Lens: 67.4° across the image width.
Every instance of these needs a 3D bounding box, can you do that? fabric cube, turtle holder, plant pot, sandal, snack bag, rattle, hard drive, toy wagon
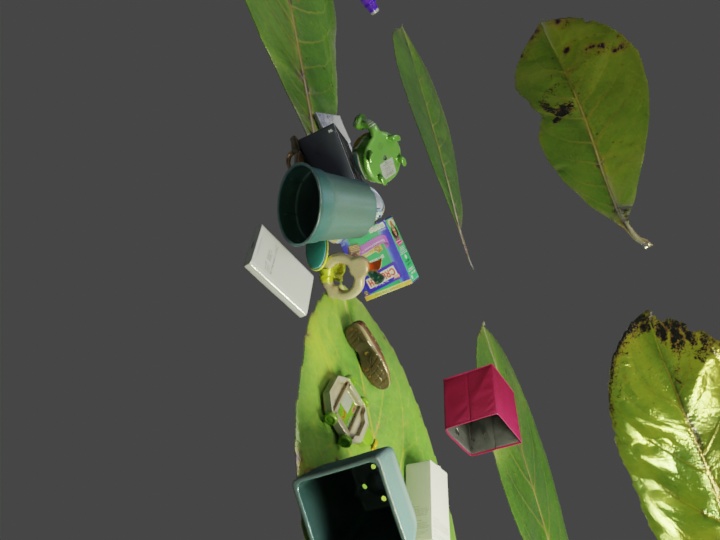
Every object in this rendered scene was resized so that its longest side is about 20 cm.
[{"bbox_3d":[0.410,0.477,1.840,0.196,0.199,0.201,48,30,-32],"label":"fabric cube"},{"bbox_3d":[0.030,-0.339,1.550,0.185,0.131,0.142,35,83,-41],"label":"turtle holder"},{"bbox_3d":[-0.076,-0.158,1.356,0.194,0.200,0.202,0,67,-38],"label":"plant pot"},{"bbox_3d":[-0.181,-0.306,1.510,0.201,0.054,0.081,-107,170,-46],"label":"sandal"},{"bbox_3d":[0.009,0.473,1.120,0.198,0.195,0.200,70,17,7],"label":"plant pot"},{"bbox_3d":[-0.075,-0.440,1.838,0.188,0.021,0.202,-22,89,-64],"label":"snack bag"},{"bbox_3d":[0.000,0.000,1.439,0.142,0.199,0.132,3,67,-61],"label":"rattle"},{"bbox_3d":[-0.189,0.002,1.282,0.200,0.026,0.133,47,33,-34],"label":"hard drive"},{"bbox_3d":[-0.023,0.356,1.304,0.201,0.039,0.155,61,27,-14],"label":"toy wagon"}]

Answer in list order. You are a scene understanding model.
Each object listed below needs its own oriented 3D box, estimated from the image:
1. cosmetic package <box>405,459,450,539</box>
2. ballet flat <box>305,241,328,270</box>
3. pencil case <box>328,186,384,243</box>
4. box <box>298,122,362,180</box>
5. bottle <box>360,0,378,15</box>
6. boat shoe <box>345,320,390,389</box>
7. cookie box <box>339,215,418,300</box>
[{"bbox_3d":[0.177,0.620,1.420,0.108,0.084,0.201,47,32,-35],"label":"cosmetic package"},{"bbox_3d":[-0.115,-0.086,1.451,0.067,0.066,0.202,43,32,-63],"label":"ballet flat"},{"bbox_3d":[-0.024,-0.152,1.515,0.091,0.199,0.083,58,37,-5],"label":"pencil case"},{"bbox_3d":[-0.073,-0.289,1.565,0.200,0.116,0.199,13,56,-81],"label":"box"},{"bbox_3d":[0.021,-1.376,2.689,0.200,0.065,0.084,51,30,-30],"label":"bottle"},{"bbox_3d":[0.032,0.225,1.469,0.202,0.072,0.068,62,29,-5],"label":"boat shoe"},{"bbox_3d":[0.056,-0.034,1.604,0.202,0.170,0.075,65,30,-4],"label":"cookie box"}]
